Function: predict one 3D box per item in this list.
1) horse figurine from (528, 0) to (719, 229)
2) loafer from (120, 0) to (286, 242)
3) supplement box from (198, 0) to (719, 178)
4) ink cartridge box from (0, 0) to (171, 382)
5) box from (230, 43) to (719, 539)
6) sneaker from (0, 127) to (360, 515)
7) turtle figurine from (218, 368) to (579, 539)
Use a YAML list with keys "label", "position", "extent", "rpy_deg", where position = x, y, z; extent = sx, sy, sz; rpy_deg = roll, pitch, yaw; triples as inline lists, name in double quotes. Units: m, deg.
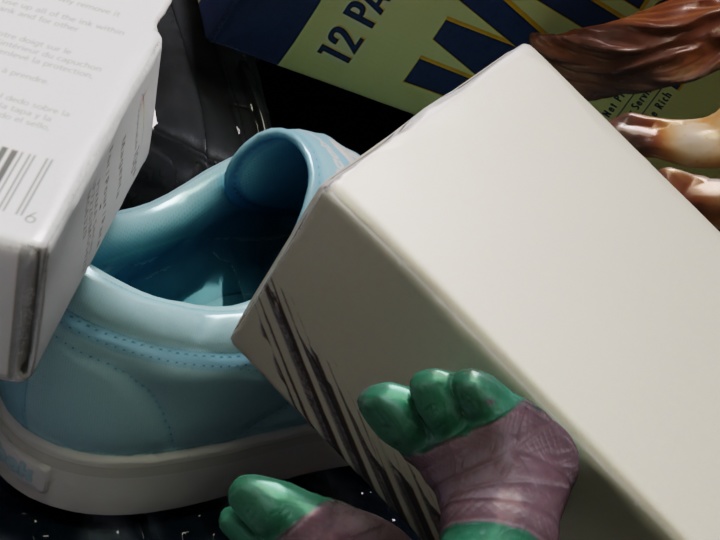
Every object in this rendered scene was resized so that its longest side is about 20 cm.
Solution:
- label: "horse figurine"
  position: [0.116, 0.006, 0.755]
  extent: [0.132, 0.050, 0.201]
  rpy_deg: [-28, 78, -1]
- label: "loafer"
  position: [-0.060, -0.075, 0.860]
  extent: [0.070, 0.068, 0.201]
  rpy_deg: [12, 39, -20]
- label: "supplement box"
  position: [0.059, -0.141, 0.868]
  extent: [0.199, 0.135, 0.200]
  rpy_deg: [18, 33, -25]
- label: "ink cartridge box"
  position: [-0.144, -0.066, 0.728]
  extent: [0.199, 0.044, 0.174]
  rpy_deg: [16, 38, 6]
- label: "box"
  position: [0.071, 0.050, 0.683]
  extent: [0.200, 0.068, 0.082]
  rpy_deg: [46, 50, 11]
- label: "sneaker"
  position: [0.000, 0.000, 0.765]
  extent: [0.199, 0.082, 0.074]
  rpy_deg: [-20, 49, -34]
- label: "turtle figurine"
  position: [-0.008, 0.125, 0.600]
  extent: [0.149, 0.101, 0.201]
  rpy_deg: [-19, 43, 35]
